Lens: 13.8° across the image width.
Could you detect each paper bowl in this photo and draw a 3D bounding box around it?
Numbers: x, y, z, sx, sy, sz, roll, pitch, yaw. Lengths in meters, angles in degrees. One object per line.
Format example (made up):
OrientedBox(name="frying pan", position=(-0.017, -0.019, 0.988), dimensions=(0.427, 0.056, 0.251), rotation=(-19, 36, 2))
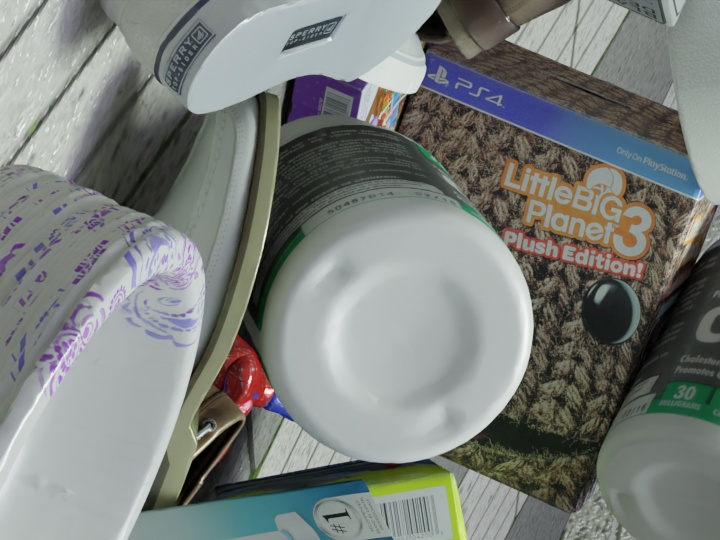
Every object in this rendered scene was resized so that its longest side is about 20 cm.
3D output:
OrientedBox(name="paper bowl", position=(-0.140, 0.060, 0.987), dimensions=(0.201, 0.104, 0.201), rotation=(23, 90, -79))

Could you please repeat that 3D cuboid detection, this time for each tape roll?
OrientedBox(name="tape roll", position=(0.182, -0.133, 1.446), dimensions=(0.203, 0.037, 0.203), rotation=(-3, 90, -73))

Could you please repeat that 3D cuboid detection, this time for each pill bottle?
OrientedBox(name="pill bottle", position=(0.207, 0.050, 1.528), dimensions=(0.113, 0.113, 0.200), rotation=(99, 18, -51))
OrientedBox(name="pill bottle", position=(0.000, 0.000, 1.301), dimensions=(0.200, 0.113, 0.113), rotation=(-122, -129, -70))

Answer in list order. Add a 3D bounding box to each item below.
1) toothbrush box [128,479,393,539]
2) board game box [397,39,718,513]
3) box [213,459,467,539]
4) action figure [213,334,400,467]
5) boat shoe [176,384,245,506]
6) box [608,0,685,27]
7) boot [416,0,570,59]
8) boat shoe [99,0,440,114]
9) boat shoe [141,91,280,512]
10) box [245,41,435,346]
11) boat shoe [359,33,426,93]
OrientedBox(name="toothbrush box", position=(-0.065, 0.176, 1.202), dimensions=(0.200, 0.147, 0.085), rotation=(-6, 145, -36))
OrientedBox(name="board game box", position=(0.086, -0.002, 1.554), dimensions=(0.097, 0.159, 0.200), rotation=(-36, 146, -69))
OrientedBox(name="box", position=(-0.014, 0.130, 1.567), dimensions=(0.200, 0.122, 0.048), rotation=(175, -94, -86))
OrientedBox(name="action figure", position=(-0.056, 0.077, 1.448), dimensions=(0.099, 0.065, 0.200), rotation=(-55, 146, 6))
OrientedBox(name="boat shoe", position=(-0.116, 0.129, 1.308), dimensions=(0.200, 0.072, 0.072), rotation=(-63, 168, -15))
OrientedBox(name="box", position=(0.123, -0.187, 1.261), dimensions=(0.200, 0.060, 0.117), rotation=(41, 72, -77))
OrientedBox(name="boot", position=(0.060, -0.179, 1.457), dimensions=(0.146, 0.070, 0.200), rotation=(-43, -153, -4))
OrientedBox(name="boat shoe", position=(-0.033, -0.114, 1.182), dimensions=(0.200, 0.070, 0.071), rotation=(-24, 152, -54))
OrientedBox(name="boat shoe", position=(-0.086, 0.016, 1.213), dimensions=(0.075, 0.068, 0.200), rotation=(-101, -151, -71))
OrientedBox(name="box", position=(-0.003, -0.061, 1.536), dimensions=(0.137, 0.039, 0.200), rotation=(-54, 163, -45))
OrientedBox(name="boat shoe", position=(-0.008, -0.128, 1.333), dimensions=(0.069, 0.072, 0.200), rotation=(-65, 159, 4))
